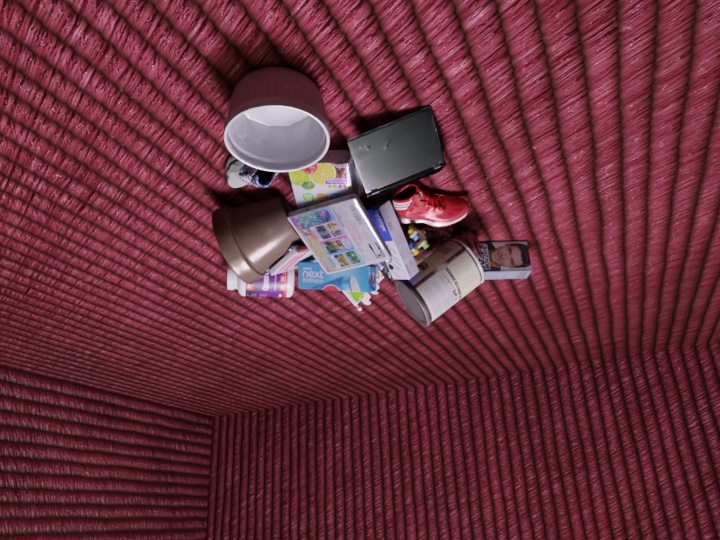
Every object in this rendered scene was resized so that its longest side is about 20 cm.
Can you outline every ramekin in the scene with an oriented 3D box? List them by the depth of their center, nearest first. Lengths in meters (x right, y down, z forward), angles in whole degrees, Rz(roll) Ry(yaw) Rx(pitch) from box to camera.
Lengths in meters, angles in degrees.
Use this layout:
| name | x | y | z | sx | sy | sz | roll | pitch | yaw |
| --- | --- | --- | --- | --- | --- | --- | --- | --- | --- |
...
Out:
| name | x | y | z | sx | sy | sz | roll | pitch | yaw |
| --- | --- | --- | --- | --- | --- | --- | --- | --- | --- |
| ramekin | -0.155 | -0.286 | 1.078 | 0.195 | 0.107 | 0.201 | -2 | 156 | -1 |

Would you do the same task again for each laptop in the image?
| name | x | y | z | sx | sy | sz | roll | pitch | yaw |
| --- | --- | --- | --- | --- | --- | --- | --- | --- | --- |
| laptop | 0.081 | -0.248 | 1.251 | 0.184 | 0.118 | 0.200 | -20 | -178 | 5 |

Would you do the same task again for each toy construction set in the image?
| name | x | y | z | sx | sy | sz | roll | pitch | yaw |
| --- | --- | --- | --- | --- | --- | --- | --- | --- | --- |
| toy construction set | 0.157 | -0.087 | 1.536 | 0.198 | 0.093 | 0.131 | -21 | 163 | -48 |

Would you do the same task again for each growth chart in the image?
| name | x | y | z | sx | sy | sz | roll | pitch | yaw |
| --- | --- | --- | --- | --- | --- | --- | --- | --- | --- |
| growth chart | 0.000 | 0.000 | 1.508 | 0.018 | 0.144 | 0.202 | -29 | 156 | -52 |

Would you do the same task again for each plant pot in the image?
| name | x | y | z | sx | sy | sz | roll | pitch | yaw |
| --- | --- | --- | --- | --- | --- | --- | --- | --- | --- |
| plant pot | -0.244 | -0.092 | 1.418 | 0.172 | 0.203 | 0.201 | -25 | 152 | 7 |

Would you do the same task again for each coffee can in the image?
| name | x | y | z | sx | sy | sz | roll | pitch | yaw |
| --- | --- | --- | --- | --- | --- | --- | --- | --- | --- |
| coffee can | 0.210 | 0.030 | 1.528 | 0.198 | 0.147 | 0.147 | -35 | 159 | -12 |

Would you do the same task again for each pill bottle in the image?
| name | x | y | z | sx | sy | sz | roll | pitch | yaw |
| --- | --- | --- | --- | --- | --- | --- | --- | --- | --- |
| pill bottle | -0.298 | 0.021 | 1.721 | 0.195 | 0.115 | 0.113 | 1 | 156 | -10 |

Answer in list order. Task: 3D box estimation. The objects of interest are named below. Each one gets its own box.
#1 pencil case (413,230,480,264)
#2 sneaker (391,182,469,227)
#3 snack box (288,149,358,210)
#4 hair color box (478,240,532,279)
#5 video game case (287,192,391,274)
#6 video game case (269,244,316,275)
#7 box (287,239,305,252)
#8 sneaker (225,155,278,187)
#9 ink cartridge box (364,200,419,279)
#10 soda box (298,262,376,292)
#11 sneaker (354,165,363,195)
| name | x | y | z | sx | sy | sz | roll | pitch | yaw |
| --- | --- | --- | --- | --- | --- | --- | --- | --- | --- |
| pencil case | 0.249 | -0.053 | 1.660 | 0.197 | 0.088 | 0.082 | -19 | 171 | 29 |
| sneaker | 0.172 | -0.166 | 1.412 | 0.195 | 0.080 | 0.116 | -7 | 157 | 5 |
| snack box | -0.076 | -0.172 | 1.296 | 0.139 | 0.054 | 0.202 | 2 | 135 | 12 |
| hair color box | 0.400 | -0.030 | 1.704 | 0.195 | 0.101 | 0.061 | -1 | 156 | -4 |
| video game case | -0.046 | -0.079 | 1.330 | 0.179 | 0.024 | 0.201 | -12 | 133 | 25 |
| video game case | -0.127 | -0.043 | 1.497 | 0.198 | 0.018 | 0.142 | -19 | 169 | -42 |
| box | -0.115 | -0.088 | 1.581 | 0.194 | 0.051 | 0.200 | -11 | 155 | 17 |
| sneaker | -0.230 | -0.217 | 1.242 | 0.198 | 0.087 | 0.076 | -23 | 149 | 39 |
| ink cartridge box | 0.070 | -0.075 | 1.457 | 0.044 | 0.203 | 0.093 | -36 | -159 | -32 |
| soda box | -0.060 | 0.016 | 1.470 | 0.196 | 0.070 | 0.064 | 3 | -178 | 21 |
| sneaker | -0.026 | -0.187 | 1.350 | 0.070 | 0.074 | 0.200 | 9 | 152 | -22 |
